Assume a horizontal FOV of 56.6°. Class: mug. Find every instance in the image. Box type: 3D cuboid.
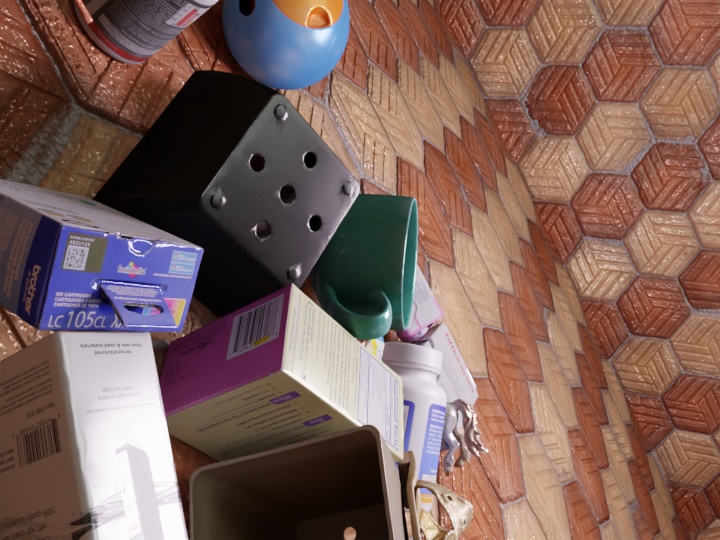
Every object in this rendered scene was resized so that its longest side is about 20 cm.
[{"bbox_3d":[0.002,-0.011,0.765,0.185,0.111,0.157,-9,103,-79],"label":"mug"}]

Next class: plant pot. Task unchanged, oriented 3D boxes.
[{"bbox_3d":[-0.033,0.289,0.643,0.177,0.195,0.204,50,27,-57],"label":"plant pot"},{"bbox_3d":[-0.118,-0.078,0.693,0.200,0.175,0.202,45,67,-32],"label":"plant pot"}]

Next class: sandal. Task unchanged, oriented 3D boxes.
[{"bbox_3d":[0.081,0.245,0.694,0.212,0.068,0.080,-102,-176,-78],"label":"sandal"}]

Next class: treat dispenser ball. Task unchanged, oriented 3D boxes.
[{"bbox_3d":[-0.114,-0.385,1.030,0.201,0.198,0.205,42,34,-38],"label":"treat dispenser ball"}]

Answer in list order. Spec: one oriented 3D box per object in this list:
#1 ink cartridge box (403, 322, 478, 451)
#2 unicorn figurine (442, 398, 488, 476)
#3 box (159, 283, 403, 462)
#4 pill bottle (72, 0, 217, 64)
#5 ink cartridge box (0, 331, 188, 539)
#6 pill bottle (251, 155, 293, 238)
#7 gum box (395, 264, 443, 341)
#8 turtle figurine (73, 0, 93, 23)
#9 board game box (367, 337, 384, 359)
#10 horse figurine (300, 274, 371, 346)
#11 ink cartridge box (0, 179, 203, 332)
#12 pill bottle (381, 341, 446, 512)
[{"bbox_3d":[0.111,0.193,1.100,0.149,0.083,0.199,64,25,-2],"label":"ink cartridge box"},{"bbox_3d":[0.078,0.232,0.976,0.074,0.195,0.141,-135,-148,-86],"label":"unicorn figurine"},{"bbox_3d":[-0.077,0.133,0.691,0.200,0.173,0.098,43,35,-36],"label":"box"},{"bbox_3d":[-0.229,-0.341,0.774,0.116,0.197,0.118,41,35,-38],"label":"pill bottle"},{"bbox_3d":[-0.203,0.161,0.463,0.083,0.142,0.205,9,62,-59],"label":"ink cartridge box"},{"bbox_3d":[-0.140,-0.129,0.862,0.203,0.111,0.113,60,27,-11],"label":"pill bottle"},{"bbox_3d":[0.057,0.016,1.087,0.203,0.065,0.114,62,-8,7],"label":"gum box"},{"bbox_3d":[-0.353,-0.347,0.699,0.199,0.064,0.163,41,27,-27],"label":"turtle figurine"},{"bbox_3d":[-0.039,0.059,0.973,0.199,0.046,0.154,31,43,-50],"label":"board game box"},{"bbox_3d":[-0.032,0.013,0.882,0.134,0.049,0.201,-56,130,-22],"label":"horse figurine"},{"bbox_3d":[-0.219,-0.009,0.520,0.135,0.196,0.078,10,98,-58],"label":"ink cartridge box"},{"bbox_3d":[0.054,0.203,0.880,0.111,0.110,0.206,26,70,-51],"label":"pill bottle"}]
